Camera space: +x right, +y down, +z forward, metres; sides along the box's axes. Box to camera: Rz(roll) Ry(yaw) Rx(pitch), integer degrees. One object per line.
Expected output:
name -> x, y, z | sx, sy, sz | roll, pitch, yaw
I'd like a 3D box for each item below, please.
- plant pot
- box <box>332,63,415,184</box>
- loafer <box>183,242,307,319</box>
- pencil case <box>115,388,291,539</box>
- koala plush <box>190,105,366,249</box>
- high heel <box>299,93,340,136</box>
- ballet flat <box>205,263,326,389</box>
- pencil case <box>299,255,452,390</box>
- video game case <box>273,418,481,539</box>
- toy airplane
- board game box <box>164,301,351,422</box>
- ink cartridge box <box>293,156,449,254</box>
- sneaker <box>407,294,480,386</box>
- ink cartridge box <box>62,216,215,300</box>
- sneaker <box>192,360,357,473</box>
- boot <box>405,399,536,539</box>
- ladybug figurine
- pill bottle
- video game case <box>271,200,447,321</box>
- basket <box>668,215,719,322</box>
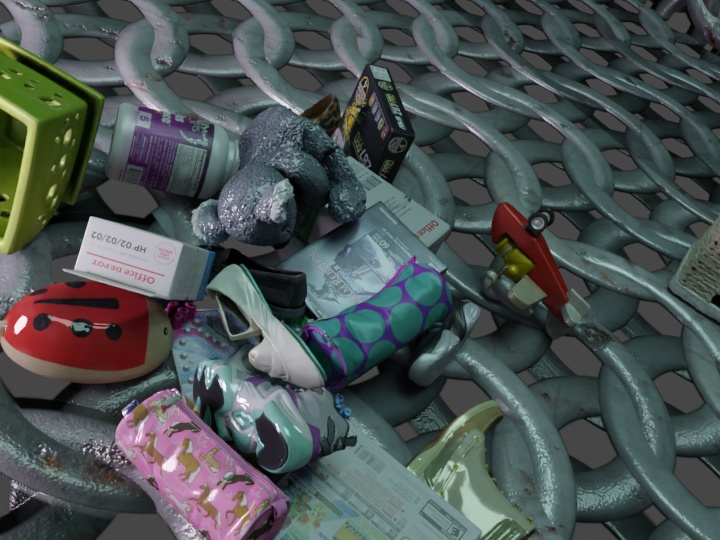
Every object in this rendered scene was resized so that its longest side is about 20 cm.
plant pot -> -0.445, -0.170, 1.152 | 0.199, 0.200, 0.182 | 29, 29, 6
box -> 0.018, -0.219, 1.502 | 0.049, 0.161, 0.200 | 8, 41, -23
loafer -> -0.155, -0.003, 1.194 | 0.200, 0.063, 0.072 | 23, 26, 16
pencil case -> -0.160, 0.205, 0.928 | 0.200, 0.087, 0.083 | 37, 54, 26
koala plush -> -0.122, -0.102, 1.209 | 0.200, 0.177, 0.184 | -50, 123, -49
high heel -> -0.121, -0.212, 1.427 | 0.200, 0.143, 0.071 | -16, 53, -42
ballet flat -> -0.121, 0.078, 1.104 | 0.069, 0.070, 0.200 | -18, 59, -43
pencil case -> 0.019, 0.064, 1.143 | 0.200, 0.085, 0.093 | -30, 81, -33
video game case -> -0.001, 0.277, 0.966 | 0.200, 0.022, 0.182 | 37, 54, 15
toy airplane -> 0.258, 0.017, 1.400 | 0.200, 0.141, 0.199 | 44, 32, -42
board game box -> -0.127, 0.114, 1.125 | 0.200, 0.026, 0.200 | 2, 43, -28
ink cartridge box -> 0.012, -0.066, 1.376 | 0.200, 0.084, 0.146 | 36, 39, 14
sneaker -> 0.083, 0.079, 1.253 | 0.114, 0.076, 0.200 | 33, 32, 12
ink cartridge box -> -0.252, -0.012, 1.071 | 0.115, 0.068, 0.200 | 16, -1, 4
sneaker -> -0.085, 0.153, 1.002 | 0.140, 0.078, 0.200 | -1, 23, -42
boot -> 0.146, 0.252, 1.077 | 0.155, 0.072, 0.200 | 39, 46, 19
ladybug figurine -> -0.308, 0.062, 1.044 | 0.200, 0.072, 0.136 | 0, 44, -30
pill bottle -> -0.257, -0.165, 1.319 | 0.199, 0.112, 0.112 | 12, 39, -18
video game case -> 0.000, 0.000, 1.247 | 0.200, 0.019, 0.143 | -33, 68, -28
basket -> 0.694, -0.005, 1.637 | 0.198, 0.161, 0.200 | 35, 39, 12
